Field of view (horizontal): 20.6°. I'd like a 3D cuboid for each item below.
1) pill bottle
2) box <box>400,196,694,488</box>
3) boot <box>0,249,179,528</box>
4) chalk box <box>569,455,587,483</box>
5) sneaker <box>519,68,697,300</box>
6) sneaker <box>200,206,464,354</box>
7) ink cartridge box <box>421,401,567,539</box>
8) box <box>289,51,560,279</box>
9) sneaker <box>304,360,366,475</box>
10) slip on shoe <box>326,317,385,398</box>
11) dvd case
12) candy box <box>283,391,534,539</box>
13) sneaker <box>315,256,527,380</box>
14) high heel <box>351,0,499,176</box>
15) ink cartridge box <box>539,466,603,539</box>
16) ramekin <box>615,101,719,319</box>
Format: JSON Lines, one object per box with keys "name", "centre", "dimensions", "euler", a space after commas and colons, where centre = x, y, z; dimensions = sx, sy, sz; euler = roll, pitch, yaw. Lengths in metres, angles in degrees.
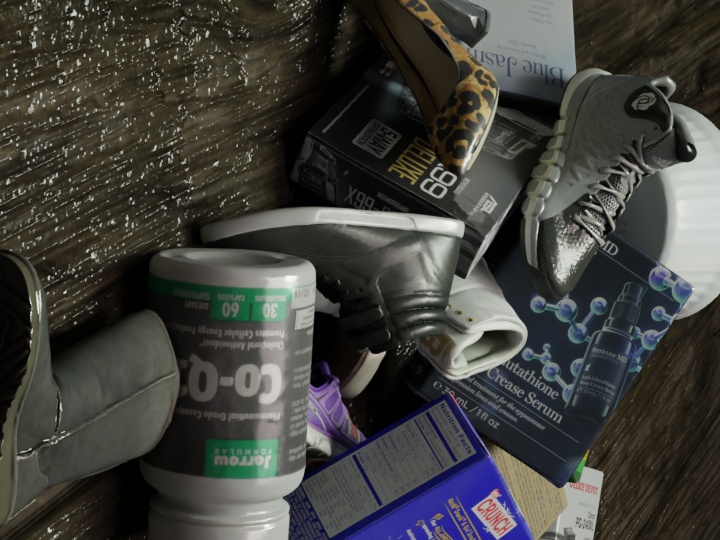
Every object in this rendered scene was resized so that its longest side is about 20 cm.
{"name": "pill bottle", "centre": [-0.090, 0.090, 1.320], "dimensions": [0.113, 0.113, 0.200], "euler": [-14, 108, -66]}
{"name": "box", "centre": [0.152, 0.052, 1.636], "dimensions": [0.200, 0.148, 0.107], "euler": [-57, -173, 0]}
{"name": "boot", "centre": [-0.171, 0.056, 1.176], "dimensions": [0.200, 0.072, 0.182], "euler": [-22, 131, -57]}
{"name": "chalk box", "centre": [0.149, 0.088, 1.867], "dimensions": [0.200, 0.124, 0.125], "euler": [70, 35, -48]}
{"name": "sneaker", "centre": [0.197, -0.071, 1.522], "dimensions": [0.075, 0.115, 0.200], "euler": [39, 59, -46]}
{"name": "sneaker", "centre": [-0.017, 0.009, 1.401], "dimensions": [0.200, 0.071, 0.099], "euler": [3, 85, -25]}
{"name": "ink cartridge box", "centre": [0.098, 0.195, 1.778], "dimensions": [0.165, 0.075, 0.200], "euler": [-43, 142, -22]}
{"name": "box", "centre": [0.057, -0.094, 1.552], "dimensions": [0.200, 0.158, 0.050], "euler": [-50, 168, -51]}
{"name": "sneaker", "centre": [-0.026, 0.118, 1.531], "dimensions": [0.200, 0.080, 0.084], "euler": [47, 47, -61]}
{"name": "slip on shoe", "centre": [0.000, 0.000, 1.581], "dimensions": [0.061, 0.076, 0.200], "euler": [20, 88, -23]}
{"name": "dvd case", "centre": [0.108, -0.223, 1.622], "dimensions": [0.018, 0.142, 0.200], "euler": [130, -35, -56]}
{"name": "candy box", "centre": [0.019, 0.202, 1.513], "dimensions": [0.077, 0.200, 0.169], "euler": [60, -2, 36]}
{"name": "sneaker", "centre": [0.034, 0.025, 1.488], "dimensions": [0.200, 0.116, 0.074], "euler": [3, 124, -30]}
{"name": "high heel", "centre": [0.031, -0.160, 1.493], "dimensions": [0.071, 0.142, 0.200], "euler": [-47, -153, 38]}
{"name": "ink cartridge box", "centre": [0.183, 0.293, 2.058], "dimensions": [0.145, 0.083, 0.200], "euler": [24, 75, -66]}
{"name": "ramekin", "centre": [0.238, -0.051, 1.775], "dimensions": [0.098, 0.200, 0.201], "euler": [-5, 102, -43]}
